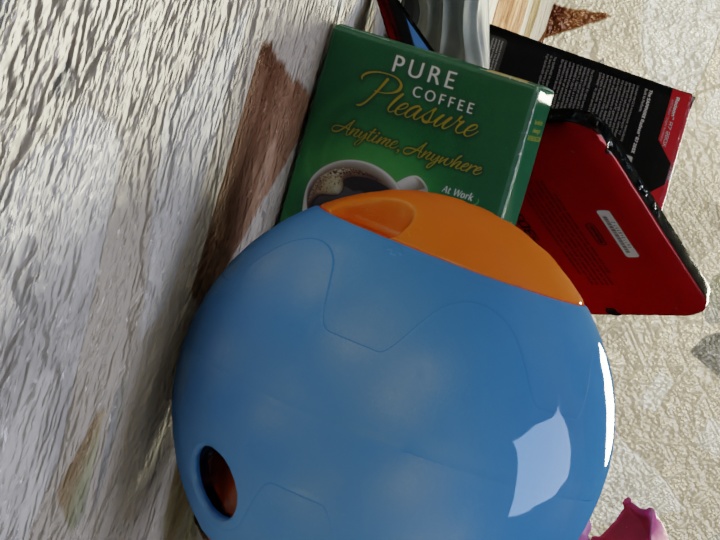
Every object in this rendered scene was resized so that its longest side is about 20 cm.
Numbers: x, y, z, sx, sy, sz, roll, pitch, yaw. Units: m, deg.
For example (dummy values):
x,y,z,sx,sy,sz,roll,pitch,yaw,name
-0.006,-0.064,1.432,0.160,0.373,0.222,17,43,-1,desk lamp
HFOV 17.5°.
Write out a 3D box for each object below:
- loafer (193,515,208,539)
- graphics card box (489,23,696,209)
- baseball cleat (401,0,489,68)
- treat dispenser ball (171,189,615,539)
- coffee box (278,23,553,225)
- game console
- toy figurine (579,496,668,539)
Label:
x,y,z,sx,sy,sz,roll,pitch,yaw,name
-0.057,0.137,1.302,0.071,0.073,0.200,-48,161,-6,loafer
0.120,-0.092,1.630,0.051,0.198,0.126,138,-31,-80,graphics card box
0.062,-0.178,1.485,0.201,0.069,0.107,100,9,-55,baseball cleat
0.015,0.065,1.051,0.201,0.199,0.203,17,90,-84,treat dispenser ball
0.018,-0.018,1.240,0.044,0.122,0.202,-1,107,-70,coffee box
0.106,-0.071,1.361,0.200,0.171,0.119,49,50,-47,game console
0.065,0.145,1.199,0.200,0.182,0.151,62,31,-53,toy figurine
